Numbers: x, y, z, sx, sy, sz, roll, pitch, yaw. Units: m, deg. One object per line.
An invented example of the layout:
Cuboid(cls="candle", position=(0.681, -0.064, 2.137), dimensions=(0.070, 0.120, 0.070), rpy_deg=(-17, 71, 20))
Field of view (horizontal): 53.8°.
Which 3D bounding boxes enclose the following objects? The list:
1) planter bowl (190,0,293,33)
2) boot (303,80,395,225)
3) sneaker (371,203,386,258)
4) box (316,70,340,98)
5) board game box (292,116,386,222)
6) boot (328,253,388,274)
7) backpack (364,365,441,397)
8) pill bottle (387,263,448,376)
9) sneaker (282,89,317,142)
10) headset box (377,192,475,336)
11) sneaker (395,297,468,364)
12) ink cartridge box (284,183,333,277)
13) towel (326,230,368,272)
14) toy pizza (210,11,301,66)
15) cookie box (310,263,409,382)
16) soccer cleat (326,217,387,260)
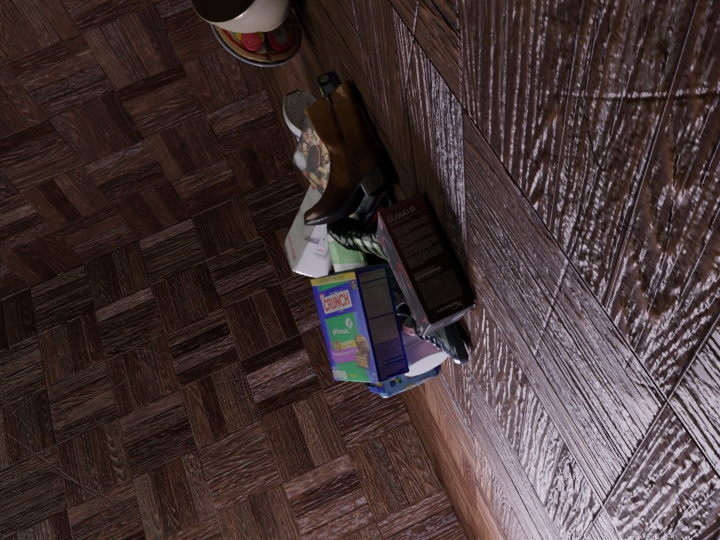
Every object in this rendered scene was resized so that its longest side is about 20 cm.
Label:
Cuboid(cls="planter bowl", position=(-0.210, -0.544, 1.362), dimensions=(0.134, 0.199, 0.202), rpy_deg=(15, -135, -60))
Cuboid(cls="boot", position=(-0.055, -0.196, 1.221), dimensions=(0.068, 0.187, 0.202), rpy_deg=(-9, -110, -59))
Cuboid(cls="sneaker", position=(0.045, -0.081, 1.382), dimensions=(0.095, 0.079, 0.201), rpy_deg=(42, -165, -42))
Cuboid(cls="box", position=(-0.029, -0.270, 1.392), dimensions=(0.201, 0.037, 0.137), rpy_deg=(74, 172, -57))
Cuboid(cls="board game box", position=(-0.039, -0.183, 1.304), dimensions=(0.200, 0.034, 0.136), rpy_deg=(49, 143, 15))
Cuboid(cls="boot", position=(0.001, 0.002, 1.499), dimensions=(0.080, 0.157, 0.211), rpy_deg=(54, -176, -3))
Cuboid(cls="backpack", position=(0.066, 0.139, 1.502), dimensions=(0.135, 0.181, 0.202), rpy_deg=(-138, 33, -70))
Cuboid(cls="pill bottle", position=(0.088, 0.094, 1.378), dimensions=(0.113, 0.112, 0.201), rpy_deg=(76, 169, -65))
Cuboid(cls="sneaker", position=(-0.095, -0.257, 1.458), dimensions=(0.201, 0.080, 0.147), rpy_deg=(57, 166, 30))
Cuboid(cls="headset box", position=(0.089, -0.013, 1.068), dimensions=(0.149, 0.074, 0.202), rpy_deg=(88, 158, -79))
Cuboid(cls="sneaker", position=(0.121, 0.105, 1.234), dimensions=(0.200, 0.081, 0.071), rpy_deg=(-121, 10, -57))
Cuboid(cls="ink cartridge box", position=(-0.086, -0.104, 1.556), dimensions=(0.201, 0.082, 0.147), rpy_deg=(-63, 25, 22))
Cuboid(cls="towel", position=(-0.018, 0.011, 1.405), dimensions=(0.152, 0.023, 0.203), rpy_deg=(-4, 98, 66))
Cuboid(cls="toy pizza", position=(-0.213, -0.513, 1.468), dimensions=(0.202, 0.199, 0.032), rpy_deg=(66, 149, 12))
Cuboid(cls="cookie box", position=(-0.004, 0.098, 1.315), dimensions=(0.171, 0.075, 0.202), rpy_deg=(-11, 92, 58))
Cuboid(cls="soccer cleat", position=(0.028, -0.060, 1.239), dimensions=(0.199, 0.068, 0.082), rpy_deg=(26, 144, 20))
